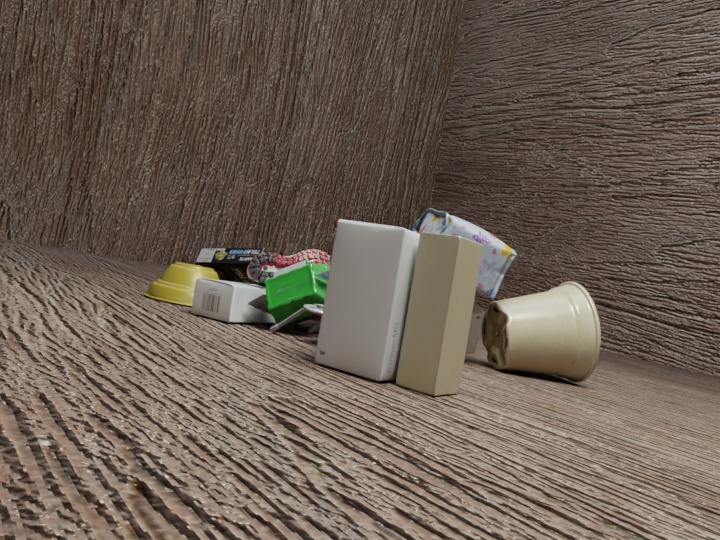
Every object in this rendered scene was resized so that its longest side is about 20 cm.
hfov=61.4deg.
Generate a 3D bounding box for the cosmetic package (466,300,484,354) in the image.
[{"bbox_3d":[0.177,0.079,1.299,0.082,0.110,0.201,-4,31,-19],"label":"cosmetic package"}]

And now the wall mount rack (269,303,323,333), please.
[{"bbox_3d":[-0.060,0.099,1.103,0.170,0.077,0.198,15,2,35],"label":"wall mount rack"}]

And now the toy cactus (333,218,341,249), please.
[{"bbox_3d":[0.000,0.000,1.286,0.100,0.203,0.166,-22,36,-1],"label":"toy cactus"}]

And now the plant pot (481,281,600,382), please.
[{"bbox_3d":[0.353,0.129,1.235,0.178,0.207,0.200,-2,2,-11],"label":"plant pot"}]

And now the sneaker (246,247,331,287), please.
[{"bbox_3d":[-0.139,-0.001,1.263,0.194,0.083,0.075,5,-14,-17],"label":"sneaker"}]

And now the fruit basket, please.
[{"bbox_3d":[-0.100,0.053,1.201,0.181,0.096,0.199,-20,-18,16],"label":"fruit basket"}]

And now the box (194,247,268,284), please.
[{"bbox_3d":[-0.266,0.019,1.462,0.193,0.051,0.201,4,-31,29],"label":"box"}]

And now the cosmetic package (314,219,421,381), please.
[{"bbox_3d":[0.047,0.047,0.900,0.120,0.206,0.198,9,-1,34],"label":"cosmetic package"}]

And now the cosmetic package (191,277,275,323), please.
[{"bbox_3d":[-0.236,0.063,1.224,0.099,0.076,0.199,11,1,25],"label":"cosmetic package"}]

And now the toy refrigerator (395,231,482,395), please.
[{"bbox_3d":[0.105,0.057,0.818,0.069,0.207,0.075,9,0,36],"label":"toy refrigerator"}]

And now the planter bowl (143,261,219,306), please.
[{"bbox_3d":[-0.384,0.030,1.378,0.194,0.086,0.200,10,-1,0],"label":"planter bowl"}]

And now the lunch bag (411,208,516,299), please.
[{"bbox_3d":[0.193,-0.037,1.223,0.166,0.130,0.200,27,8,-13],"label":"lunch bag"}]
